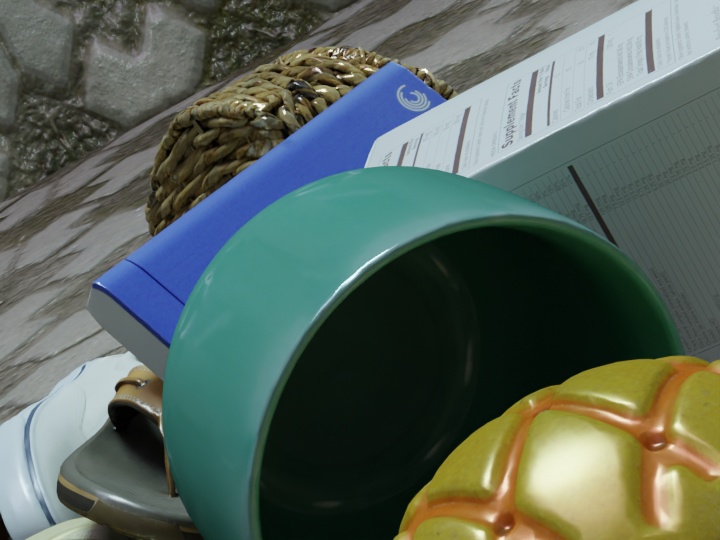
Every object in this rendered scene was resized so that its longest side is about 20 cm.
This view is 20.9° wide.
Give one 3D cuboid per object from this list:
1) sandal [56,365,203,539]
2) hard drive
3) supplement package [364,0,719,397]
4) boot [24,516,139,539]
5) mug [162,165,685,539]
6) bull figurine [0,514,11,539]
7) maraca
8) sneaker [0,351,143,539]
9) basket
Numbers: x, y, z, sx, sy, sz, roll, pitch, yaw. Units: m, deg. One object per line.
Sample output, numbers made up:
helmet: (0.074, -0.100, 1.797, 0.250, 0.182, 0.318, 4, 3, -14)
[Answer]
sandal: (-0.070, 0.063, 0.828, 0.081, 0.055, 0.200, 12, 18, 12)
hard drive: (0.000, 0.000, 0.830, 0.200, 0.132, 0.025, -40, -17, -38)
supplement package: (0.108, -0.029, 0.720, 0.199, 0.114, 0.110, -26, 18, 18)
boot: (-0.143, 0.165, 0.729, 0.199, 0.073, 0.155, -29, 12, -23)
mug: (0.000, 0.053, 0.625, 0.184, 0.153, 0.114, -34, 26, -13)
bull figurine: (-0.195, 0.126, 0.870, 0.065, 0.200, 0.122, 3, 64, 18)
maraca: (0.088, 0.070, 0.499, 0.199, 0.107, 0.137, -28, 10, 1)
sneaker: (-0.118, 0.078, 0.913, 0.070, 0.073, 0.200, -28, 15, 11)
basket: (-0.009, -0.045, 1.009, 0.148, 0.143, 0.200, -28, -2, -25)
